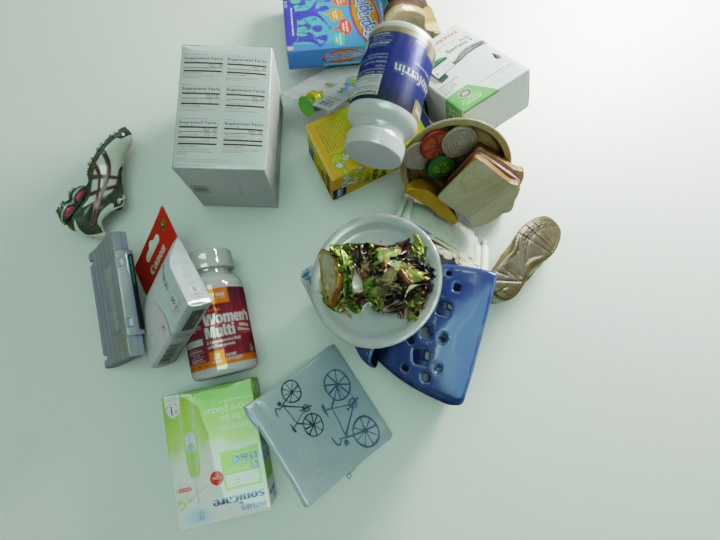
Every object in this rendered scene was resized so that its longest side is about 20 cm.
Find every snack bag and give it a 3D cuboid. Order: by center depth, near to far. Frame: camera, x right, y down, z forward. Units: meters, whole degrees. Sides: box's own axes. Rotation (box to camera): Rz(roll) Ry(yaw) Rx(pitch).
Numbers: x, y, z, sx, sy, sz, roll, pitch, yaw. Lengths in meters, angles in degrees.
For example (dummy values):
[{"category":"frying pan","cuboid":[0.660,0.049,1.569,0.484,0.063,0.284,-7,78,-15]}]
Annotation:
[{"category":"snack bag","cuboid":[-0.064,0.248,0.860,0.199,0.021,0.190,-31,84,-35]}]

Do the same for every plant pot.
[{"category":"plant pot","cuboid":[0.098,0.090,0.851,0.177,0.200,0.203,17,80,8]}]

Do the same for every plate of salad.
[{"category":"plate of salad","cuboid":[0.018,0.010,0.766,0.197,0.048,0.203,-4,72,14]}]

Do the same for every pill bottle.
[{"category":"pill bottle","cuboid":[0.044,-0.272,0.836,0.114,0.116,0.203,15,80,0]},{"category":"pill bottle","cuboid":[-0.240,0.072,0.878,0.108,0.110,0.203,-13,81,-5]}]

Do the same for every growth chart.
[{"category":"growth chart","cuboid":[0.143,-0.064,0.921,0.199,0.018,0.145,34,37,2]}]

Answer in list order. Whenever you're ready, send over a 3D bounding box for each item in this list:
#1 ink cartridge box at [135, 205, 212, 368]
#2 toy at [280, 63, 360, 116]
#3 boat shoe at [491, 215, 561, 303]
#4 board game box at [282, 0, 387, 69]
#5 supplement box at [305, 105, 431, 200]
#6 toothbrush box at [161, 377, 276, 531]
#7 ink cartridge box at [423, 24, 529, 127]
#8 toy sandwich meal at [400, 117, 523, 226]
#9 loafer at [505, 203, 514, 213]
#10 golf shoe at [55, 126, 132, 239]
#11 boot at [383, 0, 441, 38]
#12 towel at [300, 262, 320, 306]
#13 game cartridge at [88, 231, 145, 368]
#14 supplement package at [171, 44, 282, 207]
[{"category":"ink cartridge box","cuboid":[-0.322,0.025,0.843,0.201,0.057,0.163,53,125,20]},{"category":"toy","cuboid":[-0.035,-0.325,0.954,0.114,0.048,0.200,26,47,27]},{"category":"boat shoe","cuboid":[0.280,-0.019,0.938,0.074,0.066,0.200,45,66,6]},{"category":"board game box","cuboid":[-0.043,-0.455,0.993,0.196,0.045,0.154,-7,65,-4]},{"category":"supplement box","cuboid":[0.015,-0.228,0.941,0.198,0.109,0.111,-26,82,-6]},{"category":"toothbrush box","cuboid":[-0.225,0.287,0.855,0.143,0.086,0.203,-10,82,-5]},{"category":"ink cartridge box","cuboid":[0.176,-0.330,0.936,0.145,0.085,0.201,-33,55,-8]},{"category":"toy sandwich meal","cuboid":[0.162,-0.153,0.872,0.201,0.207,0.071,6,48,-1]},{"category":"loafer","cuboid":[0.211,-0.191,0.960,0.067,0.076,0.202,-22,82,-12]},{"category":"golf shoe","cuboid":[-0.446,-0.154,0.937,0.087,0.077,0.202,30,82,-17]},{"category":"boot","cuboid":[0.060,-0.493,0.962,0.072,0.199,0.168,-38,82,32]},{"category":"towel","cuboid":[0.000,0.000,0.882,0.197,0.147,0.024,-22,67,-6]},{"category":"game cartridge","cuboid":[-0.400,0.051,0.872,0.038,0.129,0.203,-3,77,-48]},{"category":"supplement package","cuboid":[-0.212,-0.231,0.890,0.144,0.191,0.204,2,79,-3]}]
